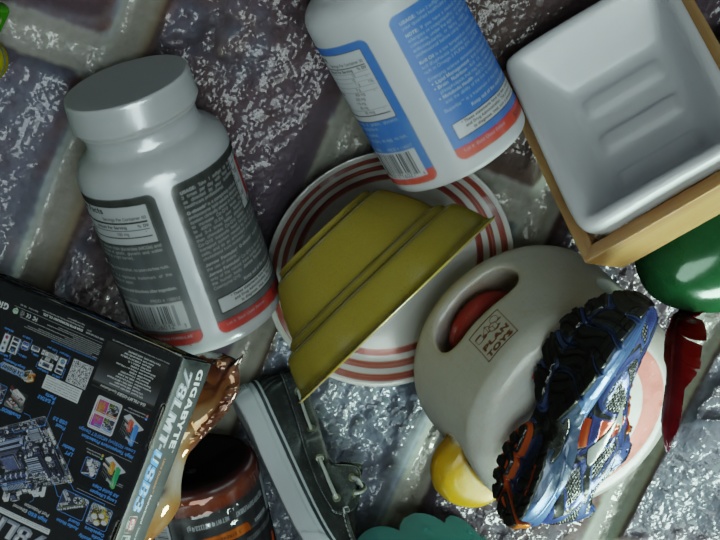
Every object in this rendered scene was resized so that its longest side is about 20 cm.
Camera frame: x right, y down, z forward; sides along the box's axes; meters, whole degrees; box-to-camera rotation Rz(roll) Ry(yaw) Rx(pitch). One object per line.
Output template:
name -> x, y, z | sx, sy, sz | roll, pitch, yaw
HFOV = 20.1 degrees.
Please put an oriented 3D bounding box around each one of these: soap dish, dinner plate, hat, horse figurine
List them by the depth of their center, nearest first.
soap dish -> 0.205, -0.109, 1.491 | 0.157, 0.200, 0.081 | -31, 140, 13
horse figurine -> -0.172, 0.142, 1.520 | 0.132, 0.050, 0.200 | 16, 83, 14
hat -> 0.215, 0.009, 1.521 | 0.176, 0.200, 0.166 | -30, 103, -18
dinner plate -> 0.022, -0.003, 1.592 | 0.200, 0.024, 0.200 | -4, 113, -10

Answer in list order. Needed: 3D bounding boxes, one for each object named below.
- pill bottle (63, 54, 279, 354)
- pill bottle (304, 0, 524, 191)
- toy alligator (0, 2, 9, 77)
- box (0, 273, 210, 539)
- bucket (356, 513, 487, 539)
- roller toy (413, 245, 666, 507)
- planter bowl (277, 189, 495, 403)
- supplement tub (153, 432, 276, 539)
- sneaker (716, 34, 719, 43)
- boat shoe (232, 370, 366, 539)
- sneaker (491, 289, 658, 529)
pill bottle -> -0.139, -0.048, 1.486 | 0.116, 0.116, 0.200 | -19, 115, -4
pill bottle -> 0.029, -0.167, 1.472 | 0.112, 0.112, 0.200 | -29, 110, 0
toy alligator -> -0.286, -0.160, 1.444 | 0.054, 0.059, 0.200 | 28, 108, 20
box -> -0.233, 0.123, 1.483 | 0.200, 0.050, 0.199 | 20, 91, 24
bucket -> 0.058, 0.315, 1.646 | 0.207, 0.135, 0.207 | -12, 120, -23
roller toy -> 0.144, 0.086, 1.575 | 0.200, 0.140, 0.183 | -9, 120, -22
planter bowl -> 0.000, 0.000, 1.495 | 0.200, 0.200, 0.083 | -43, 88, 7
supplement tub -> -0.114, 0.237, 1.616 | 0.107, 0.107, 0.200 | -15, 115, -6
sneaker -> 0.320, -0.099, 1.589 | 0.106, 0.075, 0.200 | -37, 114, 5
boat shoe -> -0.029, 0.167, 1.586 | 0.071, 0.072, 0.200 | -27, 83, -6
sneaker -> 0.166, 0.102, 1.479 | 0.078, 0.075, 0.200 | 12, 116, -29
